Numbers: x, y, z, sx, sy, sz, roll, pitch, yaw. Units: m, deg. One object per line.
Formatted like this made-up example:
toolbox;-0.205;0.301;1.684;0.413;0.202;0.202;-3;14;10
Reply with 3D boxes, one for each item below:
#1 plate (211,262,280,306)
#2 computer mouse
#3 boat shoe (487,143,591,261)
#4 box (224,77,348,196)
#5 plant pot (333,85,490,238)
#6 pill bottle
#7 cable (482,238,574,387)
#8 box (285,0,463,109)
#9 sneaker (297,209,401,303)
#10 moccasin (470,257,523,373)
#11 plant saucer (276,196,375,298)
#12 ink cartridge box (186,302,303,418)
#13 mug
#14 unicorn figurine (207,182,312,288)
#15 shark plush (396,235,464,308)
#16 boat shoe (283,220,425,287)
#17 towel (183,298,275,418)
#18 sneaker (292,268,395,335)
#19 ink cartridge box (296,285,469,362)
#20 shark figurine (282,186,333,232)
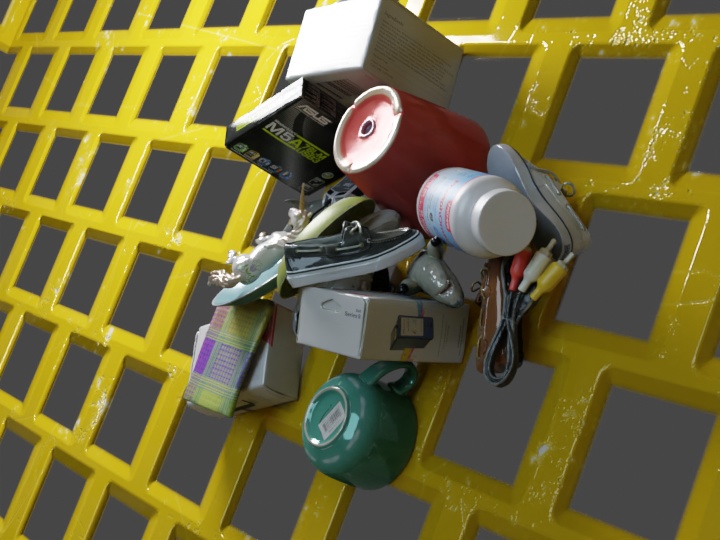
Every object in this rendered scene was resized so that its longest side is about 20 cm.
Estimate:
plate;-0.147;0.008;1.869;0.199;0.026;0.200;-31;11;7
computer mouse;-0.021;-0.114;1.894;0.199;0.044;0.109;-39;26;-21
boat shoe;0.252;-0.099;1.599;0.203;0.085;0.075;57;144;35
box;-0.092;-0.216;1.952;0.192;0.199;0.048;-23;51;37
plant pot;0.068;-0.175;1.767;0.199;0.176;0.203;-26;50;37
pill bottle;0.155;-0.076;1.561;0.110;0.108;0.200;-62;19;0
cable;0.195;0.046;1.520;0.097;0.050;0.201;27;84;34
box;0.023;-0.330;1.888;0.198;0.199;0.132;3;73;49
sneaker;0.000;0.000;1.745;0.200;0.075;0.100;-48;54;6
moccasin;0.185;0.042;1.602;0.077;0.073;0.204;-11;69;35
plant saucer;-0.058;-0.041;1.744;0.031;0.200;0.200;44;106;12
ink cartridge box;-0.189;0.152;1.943;0.199;0.084;0.147;-17;56;40
mug;-0.008;0.209;1.682;0.151;0.114;0.187;-9;63;45
unicorn figurine;-0.145;-0.035;1.839;0.201;0.074;0.137;-52;17;-12
shark plush;0.101;0.020;1.646;0.091;0.083;0.200;-55;1;-8
boat shoe;-0.012;-0.033;1.610;0.197;0.072;0.072;-15;13;3
towel;-0.210;0.128;1.896;0.143;0.023;0.202;11;78;50
sneaker;-0.026;0.060;1.817;0.200;0.075;0.114;-44;40;19
ink cartridge box;0.031;0.075;1.639;0.144;0.198;0.089;9;91;48
shark figurine;-0.108;-0.080;1.985;0.214;0.089;0.129;-35;45;28
